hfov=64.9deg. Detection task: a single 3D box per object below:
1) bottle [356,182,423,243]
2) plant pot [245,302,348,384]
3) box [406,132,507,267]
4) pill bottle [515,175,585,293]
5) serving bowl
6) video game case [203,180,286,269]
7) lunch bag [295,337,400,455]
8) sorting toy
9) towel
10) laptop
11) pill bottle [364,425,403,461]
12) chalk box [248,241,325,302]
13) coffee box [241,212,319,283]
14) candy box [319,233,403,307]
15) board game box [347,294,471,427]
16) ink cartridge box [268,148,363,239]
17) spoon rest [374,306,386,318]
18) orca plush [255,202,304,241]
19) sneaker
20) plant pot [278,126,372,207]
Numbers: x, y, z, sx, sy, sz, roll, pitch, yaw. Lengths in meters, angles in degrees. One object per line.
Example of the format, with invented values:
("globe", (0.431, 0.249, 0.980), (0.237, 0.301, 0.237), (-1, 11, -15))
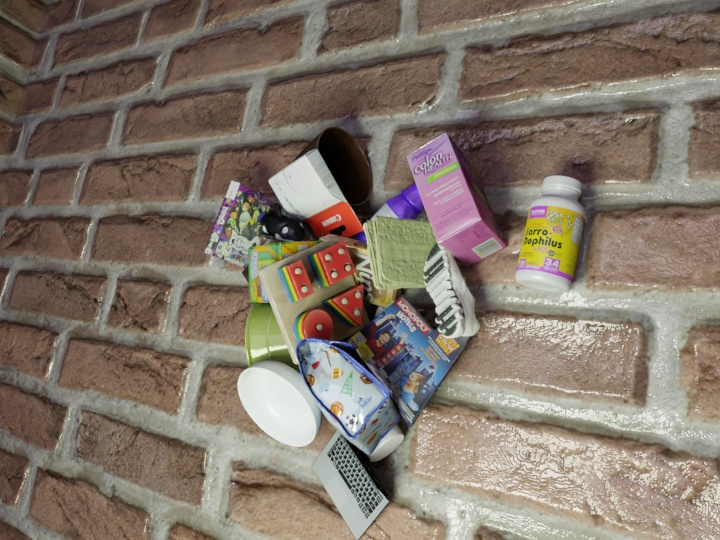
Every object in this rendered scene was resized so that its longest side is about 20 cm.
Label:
("bottle", (0.081, -0.119, 1.266), (0.200, 0.065, 0.084), (-47, 69, 12))
("plant pot", (-0.129, 0.158, 1.262), (0.185, 0.200, 0.205), (-8, 71, 17))
("box", (0.195, -0.136, 1.135), (0.095, 0.175, 0.204), (-27, 63, 21))
("pill bottle", (0.359, -0.068, 1.057), (0.102, 0.104, 0.205), (9, 81, 33))
("serving bowl", (-0.157, 0.263, 1.167), (0.196, 0.066, 0.204), (18, 129, 24))
("video game case", (-0.280, -0.100, 1.407), (0.035, 0.199, 0.185), (18, 85, 31))
("lunch bag", (-0.030, 0.219, 1.050), (0.199, 0.171, 0.124), (38, 74, 27))
("sorting toy", (-0.076, 0.053, 1.144), (0.069, 0.198, 0.203), (-14, 99, 53))
("towel", (0.098, -0.034, 1.159), (0.036, 0.196, 0.152), (-25, 69, 57))
("laptop", (-0.038, 0.413, 1.138), (0.188, 0.115, 0.202), (48, 114, 33))
("pill bottle", (0.002, 0.284, 1.173), (0.113, 0.112, 0.201), (-45, 58, 12))
("chalk box", (-0.173, 0.005, 1.254), (0.198, 0.122, 0.128), (-6, 88, 52))
("coffee box", (-0.187, -0.025, 1.399), (0.201, 0.079, 0.113), (-50, 58, 10))
("candy box", (0.000, 0.000, 1.243), (0.196, 0.055, 0.118), (15, 111, 23))
("board game box", (0.111, 0.160, 1.117), (0.198, 0.062, 0.201), (-37, 70, -11))
("ink cartridge box", (-0.101, -0.147, 1.249), (0.161, 0.057, 0.203), (-18, 103, 49))
("spoon rest", (0.055, 0.181, 1.195), (0.061, 0.097, 0.204), (-48, 39, 49))
("orca plush", (-0.183, -0.122, 1.308), (0.200, 0.103, 0.073), (-137, 46, -65))
("sneaker", (0.179, 0.039, 1.109), (0.075, 0.079, 0.204), (-42, 49, 47))
("plant pot", (-0.104, -0.212, 1.357), (0.197, 0.185, 0.192), (-20, 66, 38))
